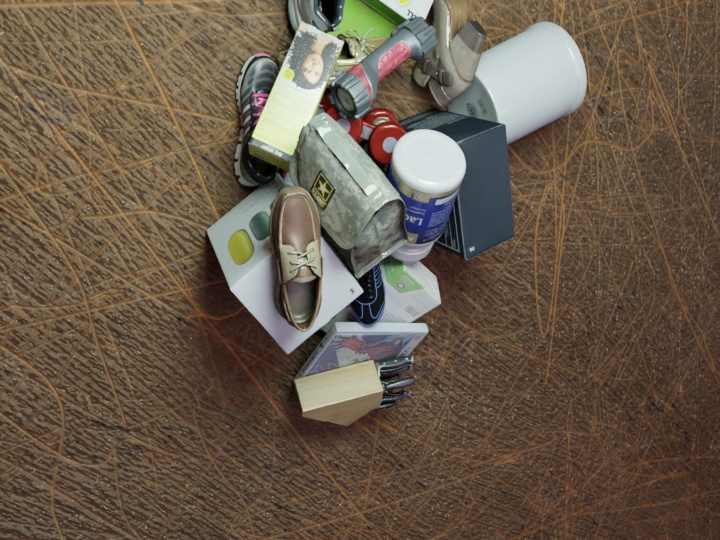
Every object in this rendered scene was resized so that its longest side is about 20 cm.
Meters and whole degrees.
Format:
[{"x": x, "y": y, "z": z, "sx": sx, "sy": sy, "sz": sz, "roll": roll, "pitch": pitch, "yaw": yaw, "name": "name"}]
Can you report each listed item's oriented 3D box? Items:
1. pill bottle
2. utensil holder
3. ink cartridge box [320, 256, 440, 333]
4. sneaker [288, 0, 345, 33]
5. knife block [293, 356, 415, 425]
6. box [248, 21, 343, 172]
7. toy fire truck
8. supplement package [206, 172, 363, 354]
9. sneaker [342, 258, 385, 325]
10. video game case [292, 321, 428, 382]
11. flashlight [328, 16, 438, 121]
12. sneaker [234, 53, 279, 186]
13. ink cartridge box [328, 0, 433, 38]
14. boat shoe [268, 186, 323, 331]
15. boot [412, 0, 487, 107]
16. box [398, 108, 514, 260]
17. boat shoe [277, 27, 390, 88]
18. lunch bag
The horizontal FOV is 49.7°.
[{"x": 0.089, "y": -0.111, "z": 1.218, "sx": 0.114, "sy": 0.117, "sz": 0.202, "roll": -24, "pitch": 152, "yaw": -23, "name": "pill bottle"}, {"x": 0.271, "y": -0.321, "z": 1.378, "sx": 0.197, "sy": 0.169, "sz": 0.173, "roll": -28, "pitch": 120, "yaw": -18, "name": "utensil holder"}, {"x": 0.031, "y": 0.056, "z": 1.378, "sx": 0.198, "sy": 0.068, "sz": 0.117, "roll": -34, "pitch": 129, "yaw": 24, "name": "ink cartridge box"}, {"x": -0.063, "y": -0.444, "z": 1.122, "sx": 0.076, "sy": 0.139, "sz": 0.205, "roll": -24, "pitch": 111, "yaw": -24, "name": "sneaker"}, {"x": 0.002, "y": 0.202, "z": 1.383, "sx": 0.174, "sy": 0.065, "sz": 0.198, "roll": -38, "pitch": 145, "yaw": 22, "name": "knife block"}, {"x": -0.094, "y": -0.253, "z": 1.135, "sx": 0.074, "sy": 0.050, "sz": 0.205, "roll": 21, "pitch": 80, "yaw": -6, "name": "box"}, {"x": -0.015, "y": -0.184, "z": 1.258, "sx": 0.196, "sy": 0.113, "sz": 0.171, "roll": 19, "pitch": 111, "yaw": -17, "name": "toy fire truck"}, {"x": -0.119, "y": -0.016, "z": 1.187, "sx": 0.151, "sy": 0.201, "sz": 0.152, "roll": -38, "pitch": 124, "yaw": 0, "name": "supplement package"}, {"x": 0.000, "y": 0.000, "z": 1.259, "sx": 0.068, "sy": 0.078, "sz": 0.206, "roll": -5, "pitch": 106, "yaw": 11, "name": "sneaker"}, {"x": 0.000, "y": 0.153, "z": 1.390, "sx": 0.196, "sy": 0.023, "sz": 0.183, "roll": 3, "pitch": 140, "yaw": -33, "name": "video game case"}, {"x": 0.039, "y": -0.305, "z": 1.167, "sx": 0.199, "sy": 0.067, "sz": 0.069, "roll": -41, "pitch": 124, "yaw": -24, "name": "flashlight"}, {"x": -0.146, "y": -0.223, "z": 1.183, "sx": 0.072, "sy": 0.087, "sz": 0.206, "roll": -1, "pitch": 107, "yaw": -32, "name": "sneaker"}, {"x": 0.029, "y": -0.421, "z": 1.236, "sx": 0.146, "sy": 0.075, "sz": 0.204, "roll": 21, "pitch": 94, "yaw": -36, "name": "ink cartridge box"}, {"x": -0.079, "y": -0.011, "z": 1.042, "sx": 0.074, "sy": 0.072, "sz": 0.205, "roll": -12, "pitch": 118, "yaw": -16, "name": "boat shoe"}, {"x": 0.132, "y": -0.385, "z": 1.305, "sx": 0.069, "sy": 0.203, "sz": 0.147, "roll": -1, "pitch": 144, "yaw": -36, "name": "boot"}, {"x": 0.155, "y": -0.153, "z": 1.338, "sx": 0.121, "sy": 0.197, "sz": 0.205, "roll": -22, "pitch": 118, "yaw": -24, "name": "box"}, {"x": -0.032, "y": -0.330, "z": 1.207, "sx": 0.196, "sy": 0.074, "sz": 0.064, "roll": -21, "pitch": 134, "yaw": -13, "name": "boat shoe"}, {"x": -0.018, "y": -0.107, "z": 1.091, "sx": 0.116, "sy": 0.165, "sz": 0.201, "roll": -34, "pitch": 161, "yaw": -8, "name": "lunch bag"}]
